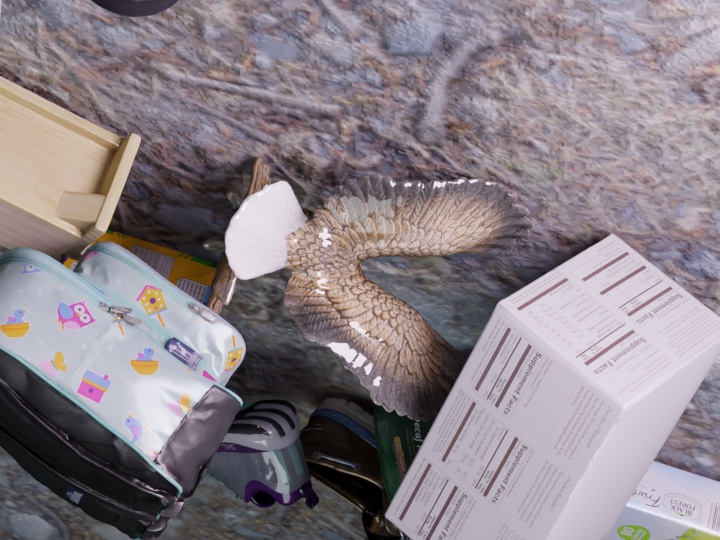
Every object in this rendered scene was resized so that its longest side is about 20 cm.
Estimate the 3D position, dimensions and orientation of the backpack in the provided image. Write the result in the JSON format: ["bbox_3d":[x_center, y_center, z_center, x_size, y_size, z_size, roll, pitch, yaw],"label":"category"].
[{"bbox_3d":[-0.185,0.069,1.628,0.200,0.154,0.176,30,158,-4],"label":"backpack"}]

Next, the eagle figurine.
[{"bbox_3d":[0.003,-0.004,1.626,0.199,0.151,0.152,21,139,11],"label":"eagle figurine"}]

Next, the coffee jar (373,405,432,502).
[{"bbox_3d":[0.112,0.124,1.787,0.200,0.105,0.085,-11,-179,35],"label":"coffee jar"}]

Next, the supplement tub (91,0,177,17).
[{"bbox_3d":[-0.115,-0.226,1.340,0.107,0.107,0.200,18,148,-4],"label":"supplement tub"}]

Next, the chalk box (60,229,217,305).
[{"bbox_3d":[-0.187,0.076,1.828,0.123,0.125,0.200,17,149,-2],"label":"chalk box"}]

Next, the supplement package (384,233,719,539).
[{"bbox_3d":[0.134,0.102,1.611,0.111,0.156,0.200,40,127,18],"label":"supplement package"}]

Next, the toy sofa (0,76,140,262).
[{"bbox_3d":[-0.262,-0.086,1.646,0.200,0.083,0.098,27,152,-17],"label":"toy sofa"}]

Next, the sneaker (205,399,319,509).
[{"bbox_3d":[-0.113,0.151,1.905,0.200,0.074,0.088,1,116,53],"label":"sneaker"}]

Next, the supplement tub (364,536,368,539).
[{"bbox_3d":[0.098,0.284,2.028,0.199,0.123,0.123,2,146,21],"label":"supplement tub"}]

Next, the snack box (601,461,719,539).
[{"bbox_3d":[0.201,0.198,1.914,0.199,0.053,0.142,19,147,-4],"label":"snack box"}]

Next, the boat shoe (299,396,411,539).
[{"bbox_3d":[0.032,0.187,1.899,0.200,0.072,0.072,34,148,6],"label":"boat shoe"}]
